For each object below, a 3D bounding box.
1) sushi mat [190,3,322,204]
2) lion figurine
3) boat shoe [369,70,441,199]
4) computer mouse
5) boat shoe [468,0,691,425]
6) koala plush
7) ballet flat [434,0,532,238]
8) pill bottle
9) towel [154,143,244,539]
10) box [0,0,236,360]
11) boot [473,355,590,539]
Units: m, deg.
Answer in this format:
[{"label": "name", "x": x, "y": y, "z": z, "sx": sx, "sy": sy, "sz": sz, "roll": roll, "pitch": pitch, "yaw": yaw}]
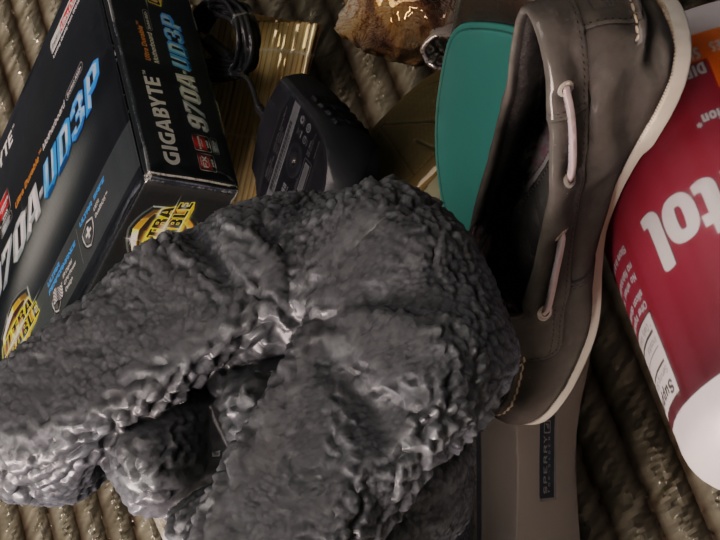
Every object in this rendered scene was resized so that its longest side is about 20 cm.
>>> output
[{"label": "sushi mat", "x": -0.073, "y": -0.026, "z": 1.064, "sx": 0.096, "sy": 0.012, "sz": 0.200, "roll": 17, "pitch": 96, "yaw": 43}, {"label": "lion figurine", "x": 0.068, "y": -0.149, "z": 0.960, "sx": 0.200, "sy": 0.122, "sz": 0.073, "roll": -30, "pitch": 98, "yaw": 18}, {"label": "boat shoe", "x": 0.000, "y": -0.001, "z": 0.981, "sx": 0.201, "sy": 0.066, "sz": 0.072, "roll": -45, "pitch": 35, "yaw": 15}, {"label": "computer mouse", "x": -0.035, "y": -0.071, "z": 0.990, "sx": 0.200, "sy": 0.034, "sz": 0.059, "roll": 55, "pitch": 132, "yaw": 52}, {"label": "boat shoe", "x": 0.061, "y": -0.022, "z": 0.813, "sx": 0.067, "sy": 0.057, "sz": 0.200, "roll": -119, "pitch": 34, "yaw": -42}, {"label": "koala plush", "x": -0.010, "y": 0.080, "z": 0.837, "sx": 0.177, "sy": 0.200, "sz": 0.184, "roll": 36, "pitch": 76, "yaw": 32}, {"label": "ballet flat", "x": 0.068, "y": -0.106, "z": 0.876, "sx": 0.067, "sy": 0.064, "sz": 0.200, "roll": 21, "pitch": 117, "yaw": 53}, {"label": "pill bottle", "x": 0.156, "y": 0.009, "z": 0.818, "sx": 0.113, "sy": 0.113, "sz": 0.200, "roll": -36, "pitch": 59, "yaw": 32}, {"label": "towel", "x": -0.056, "y": 0.056, "z": 1.067, "sx": 0.149, "sy": 0.031, "sz": 0.200, "roll": -40, "pitch": 59, "yaw": 33}, {"label": "box", "x": -0.128, "y": -0.031, "z": 1.057, "sx": 0.200, "sy": 0.046, "sz": 0.159, "roll": -57, "pitch": 36, "yaw": 39}, {"label": "boot", "x": 0.042, "y": 0.056, "z": 0.938, "sx": 0.090, "sy": 0.073, "sz": 0.200, "roll": -1, "pitch": 81, "yaw": 37}]
